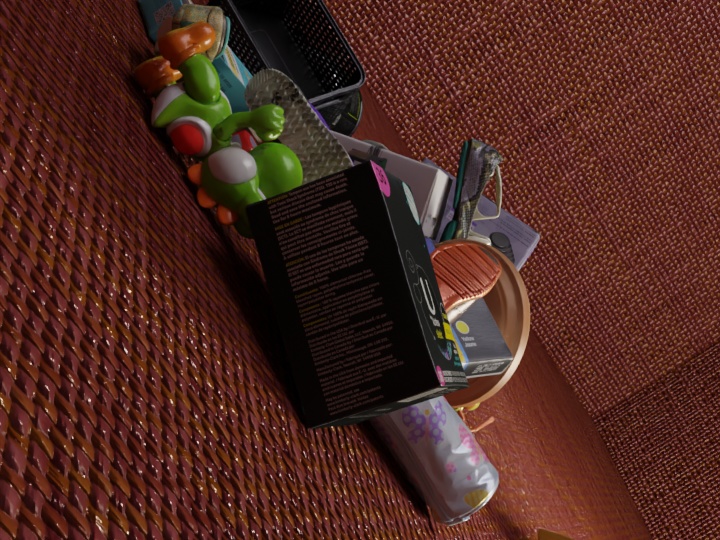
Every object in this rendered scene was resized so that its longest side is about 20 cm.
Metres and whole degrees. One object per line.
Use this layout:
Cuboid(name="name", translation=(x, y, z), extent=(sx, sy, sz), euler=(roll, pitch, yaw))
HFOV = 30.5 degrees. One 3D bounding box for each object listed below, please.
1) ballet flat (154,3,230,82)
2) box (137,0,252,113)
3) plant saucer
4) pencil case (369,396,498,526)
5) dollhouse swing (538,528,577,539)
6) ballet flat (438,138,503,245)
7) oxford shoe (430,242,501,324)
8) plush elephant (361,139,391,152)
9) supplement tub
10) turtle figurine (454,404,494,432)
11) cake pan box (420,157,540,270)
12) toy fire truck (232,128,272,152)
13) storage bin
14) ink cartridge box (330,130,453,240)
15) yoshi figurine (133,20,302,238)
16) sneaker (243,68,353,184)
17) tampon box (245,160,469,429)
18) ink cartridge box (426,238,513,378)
Cuboid(name="ballet flat", translation=(-0.179, -0.230, 1.354), extent=(0.071, 0.070, 0.200), euler=(56, -14, -5))
Cuboid(name="box", translation=(-0.172, -0.236, 1.509), extent=(0.200, 0.049, 0.083), euler=(49, 12, -44))
Cuboid(name="plant saucer", translation=(0.110, 0.062, 1.578), extent=(0.032, 0.200, 0.202), euler=(14, 41, -51))
Cuboid(name="pencil case", translation=(0.058, 0.158, 1.324), extent=(0.201, 0.083, 0.091), euler=(55, 21, -15))
Cuboid(name="dollhouse swing", translation=(0.309, 0.478, 1.752), extent=(0.180, 0.178, 0.200), euler=(12, -22, 36))
Cuboid(name="ballet flat", translation=(0.137, -0.061, 1.653), extent=(0.071, 0.203, 0.072), euler=(15, -1, 0))
Cuboid(name="oxford shoe", translation=(0.079, 0.032, 1.420), extent=(0.071, 0.073, 0.199), euler=(44, 45, 16))
Cuboid(name="plush elephant", translation=(0.028, -0.090, 1.860), extent=(0.153, 0.167, 0.200), euler=(18, -17, -14))
Cuboid(name="supplement tub", translation=(-0.066, -0.239, 1.865), extent=(0.123, 0.122, 0.200), euler=(59, 9, 10))
Cuboid(name="turtle figurine", translation=(0.108, 0.128, 1.741), extent=(0.161, 0.064, 0.200), euler=(46, 26, -10))
Cuboid(name="cake pan box", translation=(0.106, -0.026, 1.724), extent=(0.199, 0.185, 0.052), euler=(33, -26, 7))
Cuboid(name="toy fire truck", translation=(-0.112, -0.119, 1.443), extent=(0.142, 0.048, 0.200), euler=(61, 10, 24))
Cuboid(name="storage bin", translation=(-0.103, -0.282, 1.692), extent=(0.134, 0.094, 0.202), euler=(-23, 78, -36))
Cuboid(name="ink cartridge box", translation=(0.007, -0.112, 1.638), extent=(0.197, 0.085, 0.146), euler=(20, 3, 11))
Cuboid(name="yoshi figurine", translation=(-0.123, -0.130, 1.250), extent=(0.202, 0.111, 0.112), euler=(61, 3, 5))
Cuboid(name="sneaker", translation=(-0.047, -0.123, 1.428), extent=(0.202, 0.069, 0.099), euler=(61, 7, 16))
Cuboid(name="tampon box", translation=(0.001, 0.025, 1.178), extent=(0.150, 0.125, 0.203), euler=(17, 56, -75))
Cuboid(name="ink cartridge box", translation=(0.051, 0.035, 1.485), extent=(0.195, 0.047, 0.202), euler=(-5, 57, -35))
